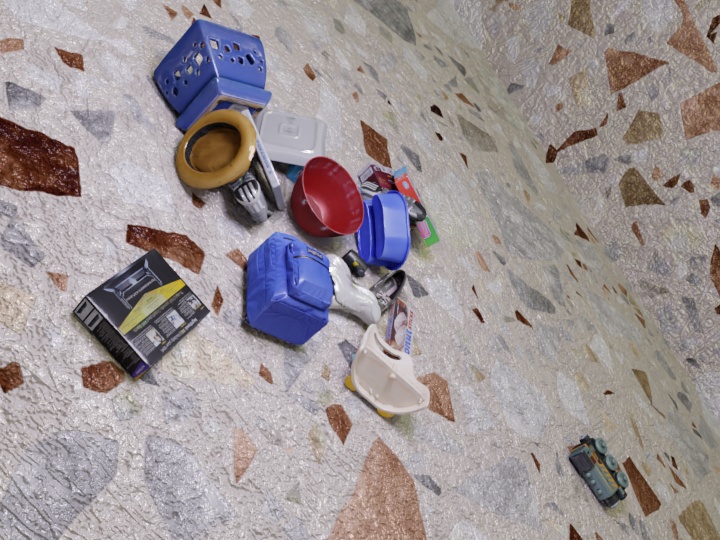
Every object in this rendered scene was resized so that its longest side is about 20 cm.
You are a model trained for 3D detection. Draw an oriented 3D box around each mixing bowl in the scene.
[{"bbox_3d":[-0.097,-0.159,1.818,0.198,0.107,0.205,27,50,-37],"label":"mixing bowl"}]

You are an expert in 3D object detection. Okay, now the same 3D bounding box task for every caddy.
[{"bbox_3d":[0.066,-0.102,1.917,0.103,0.140,0.206,2,80,-32],"label":"caddy"}]

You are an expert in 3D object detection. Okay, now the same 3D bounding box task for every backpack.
[{"bbox_3d":[-0.138,0.021,1.553,0.161,0.167,0.203,31,32,-37],"label":"backpack"}]

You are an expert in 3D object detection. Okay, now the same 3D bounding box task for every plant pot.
[{"bbox_3d":[-0.329,-0.423,1.736,0.198,0.199,0.183,3,60,-50],"label":"plant pot"}]

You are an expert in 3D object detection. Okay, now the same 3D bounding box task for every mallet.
[{"bbox_3d":[0.000,0.000,1.785,0.066,0.041,0.200,45,3,-16],"label":"mallet"}]

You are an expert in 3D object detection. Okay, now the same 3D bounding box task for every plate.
[{"bbox_3d":[-0.181,-0.341,1.901,0.194,0.033,0.203,9,43,-7],"label":"plate"}]

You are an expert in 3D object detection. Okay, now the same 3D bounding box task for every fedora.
[{"bbox_3d":[-0.300,-0.248,1.627,0.082,0.197,0.204,48,19,-60],"label":"fedora"}]

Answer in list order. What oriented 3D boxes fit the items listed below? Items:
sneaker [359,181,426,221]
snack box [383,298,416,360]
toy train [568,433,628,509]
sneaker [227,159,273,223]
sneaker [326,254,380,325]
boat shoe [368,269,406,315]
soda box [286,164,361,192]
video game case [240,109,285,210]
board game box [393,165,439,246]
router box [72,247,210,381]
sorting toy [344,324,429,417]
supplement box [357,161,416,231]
[{"bbox_3d":[0.078,-0.150,2.023,0.197,0.118,0.075,27,32,16],"label":"sneaker"},{"bbox_3d":[0.096,0.154,1.838,0.071,0.024,0.202,37,35,-19],"label":"snack box"},{"bbox_3d":[0.659,0.556,2.089,0.113,0.085,0.203,-23,78,-44],"label":"toy train"},{"bbox_3d":[-0.246,-0.170,1.701,0.117,0.074,0.202,62,4,-37],"label":"sneaker"},{"bbox_3d":[-0.037,0.066,1.732,0.200,0.077,0.100,46,52,-11],"label":"sneaker"},{"bbox_3d":[0.061,0.051,1.867,0.067,0.057,0.200,47,32,-4],"label":"boat shoe"},{"bbox_3d":[-0.091,-0.224,1.943,0.198,0.068,0.065,34,36,-24],"label":"soda box"},{"bbox_3d":[-0.218,-0.246,1.716,0.200,0.022,0.186,100,-33,-81],"label":"video game case"},{"bbox_3d":[0.156,-0.182,2.110,0.203,0.040,0.153,61,10,-14],"label":"board game box"},{"bbox_3d":[-0.373,0.071,1.312,0.158,0.052,0.200,49,32,-5],"label":"router box"},{"bbox_3d":[0.056,0.207,1.669,0.199,0.107,0.181,42,29,-14],"label":"sorting toy"},{"bbox_3d":[0.076,-0.201,2.135,0.107,0.061,0.204,9,52,-49],"label":"supplement box"}]
